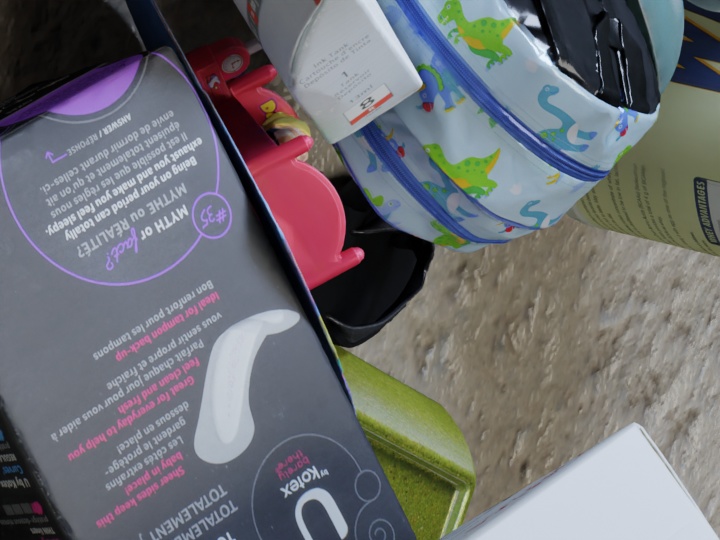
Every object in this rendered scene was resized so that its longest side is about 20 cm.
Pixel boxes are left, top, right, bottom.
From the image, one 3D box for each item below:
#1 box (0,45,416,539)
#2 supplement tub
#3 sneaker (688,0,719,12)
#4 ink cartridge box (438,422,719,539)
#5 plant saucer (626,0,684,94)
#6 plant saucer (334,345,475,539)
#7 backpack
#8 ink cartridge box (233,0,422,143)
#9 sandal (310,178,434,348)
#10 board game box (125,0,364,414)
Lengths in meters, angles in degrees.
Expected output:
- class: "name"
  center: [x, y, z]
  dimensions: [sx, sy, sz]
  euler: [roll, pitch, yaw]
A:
- class: "box"
  center: [-0.090, 0.041, 0.984]
  dimensions: [0.122, 0.106, 0.200]
  euler: [-32, 102, -30]
- class: "supplement tub"
  center: [0.169, -0.079, 1.337]
  dimensions: [0.145, 0.200, 0.145]
  euler: [-29, 126, -49]
- class: "sneaker"
  center: [0.155, -0.174, 1.275]
  dimensions: [0.099, 0.200, 0.071]
  euler: [-4, 124, -31]
- class: "ink cartridge box"
  center: [0.023, 0.144, 0.962]
  dimensions: [0.146, 0.200, 0.083]
  euler: [-32, 86, -33]
- class: "plant saucer"
  center: [0.085, -0.163, 1.193]
  dimensions: [0.027, 0.200, 0.200]
  euler: [-29, 136, -4]
- class: "plant saucer"
  center: [-0.018, 0.137, 1.278]
  dimensions: [0.200, 0.048, 0.200]
  euler: [32, 75, -57]
- class: "backpack"
  center: [0.034, -0.106, 1.124]
  dimensions: [0.154, 0.200, 0.163]
  euler: [-52, 150, 8]
- class: "ink cartridge box"
  center: [-0.053, -0.141, 0.973]
  dimensions: [0.050, 0.162, 0.200]
  euler: [-33, 162, 7]
- class: "sandal"
  center: [0.000, 0.001, 1.216]
  dimensions: [0.200, 0.043, 0.076]
  euler: [-15, 115, -74]
- class: "board game box"
  center: [-0.032, -0.042, 1.051]
  dimensions: [0.039, 0.200, 0.158]
  euler: [-27, 159, -6]
